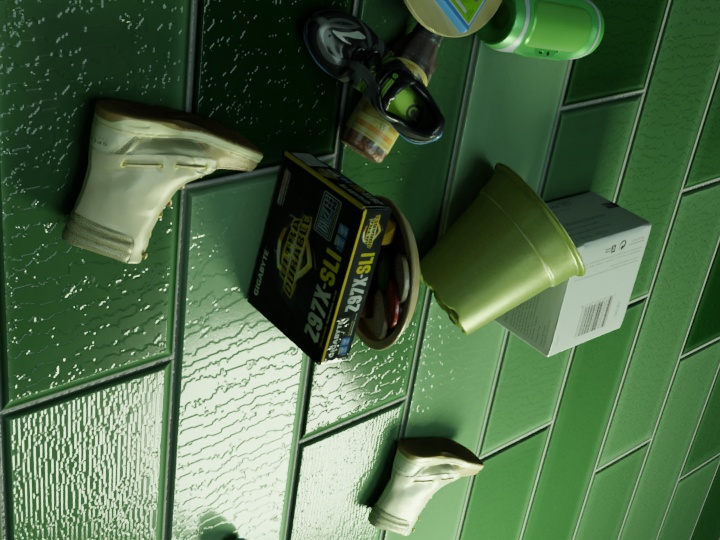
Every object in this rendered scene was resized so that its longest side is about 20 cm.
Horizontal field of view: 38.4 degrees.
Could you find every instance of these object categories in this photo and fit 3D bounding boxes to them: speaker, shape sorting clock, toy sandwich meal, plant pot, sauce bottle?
[{"bbox_3d":[0.237,-0.326,1.360,0.198,0.088,0.090,-6,121,-44],"label":"speaker"},{"bbox_3d":[0.108,-0.376,1.202,0.198,0.039,0.204,-12,110,-36],"label":"shape sorting clock"},{"bbox_3d":[0.000,0.000,1.259,0.069,0.205,0.208,0,118,-27],"label":"toy sandwich meal"},{"bbox_3d":[0.185,-0.013,1.468,0.189,0.201,0.200,-39,140,0],"label":"plant pot"},{"bbox_3d":[0.048,-0.230,1.248,0.066,0.066,0.202,27,92,-51],"label":"sauce bottle"}]

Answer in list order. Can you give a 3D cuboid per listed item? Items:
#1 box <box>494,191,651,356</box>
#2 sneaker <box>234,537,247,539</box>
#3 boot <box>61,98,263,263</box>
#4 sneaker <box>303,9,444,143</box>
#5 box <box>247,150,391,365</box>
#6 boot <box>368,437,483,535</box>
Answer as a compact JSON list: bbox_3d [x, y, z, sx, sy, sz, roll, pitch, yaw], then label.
[{"bbox_3d":[0.337,0.002,1.659,0.197,0.130,0.203,-16,126,-39],"label":"box"},{"bbox_3d":[-0.173,0.484,1.507,0.070,0.082,0.203,-20,130,-35],"label":"sneaker"},{"bbox_3d":[-0.205,-0.085,1.079,0.198,0.073,0.158,5,112,-46],"label":"boot"},{"bbox_3d":[0.023,-0.220,1.160,0.199,0.083,0.071,41,86,-16],"label":"sneaker"},{"bbox_3d":[-0.053,-0.016,1.217,0.049,0.159,0.203,-5,121,-43],"label":"box"},{"bbox_3d":[0.109,0.363,1.725,0.198,0.072,0.157,12,107,-44],"label":"boot"}]
